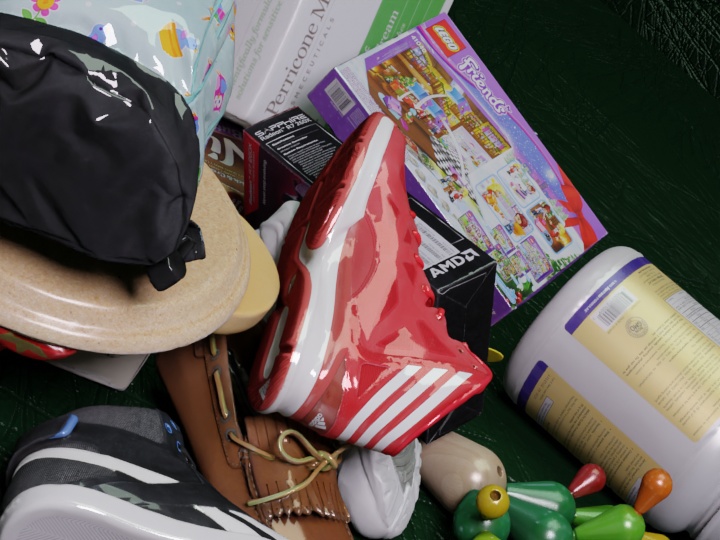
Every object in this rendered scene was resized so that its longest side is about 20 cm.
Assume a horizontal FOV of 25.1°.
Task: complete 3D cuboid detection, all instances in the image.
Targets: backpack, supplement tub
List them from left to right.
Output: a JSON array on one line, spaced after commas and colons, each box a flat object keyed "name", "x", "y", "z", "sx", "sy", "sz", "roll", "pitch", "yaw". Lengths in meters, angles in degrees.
[{"name": "backpack", "x": -0.125, "y": -0.100, "z": 0.766, "sx": 0.166, "sy": 0.127, "sz": 0.200, "roll": 22, "pitch": 32, "yaw": -4}, {"name": "supplement tub", "x": 0.218, "y": 0.095, "z": 1.164, "sx": 0.200, "sy": 0.146, "sz": 0.145, "roll": 42, "pitch": 22, "yaw": 17}]

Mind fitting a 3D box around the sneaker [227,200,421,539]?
[{"name": "sneaker", "x": -0.033, "y": 0.068, "z": 0.941, "sx": 0.078, "sy": 0.099, "sz": 0.201, "roll": 11, "pitch": 55, "yaw": -68}]

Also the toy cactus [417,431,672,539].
[{"name": "toy cactus", "x": 0.096, "y": 0.142, "z": 0.975, "sx": 0.165, "sy": 0.103, "sz": 0.200, "roll": 34, "pitch": 27, "yaw": 26}]

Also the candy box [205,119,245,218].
[{"name": "candy box", "x": -0.149, "y": -0.084, "z": 1.111, "sx": 0.199, "sy": 0.057, "sz": 0.117, "roll": 25, "pitch": 22, "yaw": -22}]

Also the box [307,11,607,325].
[{"name": "box", "x": 0.070, "y": -0.071, "z": 1.115, "sx": 0.137, "sy": 0.039, "sz": 0.200, "roll": -33, "pitch": 86, "yaw": -46}]

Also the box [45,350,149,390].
[{"name": "box", "x": -0.160, "y": -0.022, "z": 0.943, "sx": 0.082, "sy": 0.069, "sz": 0.200, "roll": 26, "pitch": 22, "yaw": -23}]

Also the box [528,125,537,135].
[{"name": "box", "x": 0.020, "y": -0.119, "z": 1.322, "sx": 0.104, "sy": 0.148, "sz": 0.200, "roll": 9, "pitch": 34, "yaw": -51}]

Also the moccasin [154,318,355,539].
[{"name": "moccasin", "x": -0.041, "y": 0.096, "z": 0.850, "sx": 0.073, "sy": 0.078, "sz": 0.202, "roll": 19, "pitch": 33, "yaw": -41}]

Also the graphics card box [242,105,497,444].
[{"name": "graphics card box", "x": 0.000, "y": 0.000, "z": 1.004, "sx": 0.051, "sy": 0.126, "sz": 0.200, "roll": -25, "pitch": 47, "yaw": -30}]

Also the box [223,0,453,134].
[{"name": "box", "x": -0.063, "y": -0.206, "z": 1.215, "sx": 0.199, "sy": 0.200, "sz": 0.171, "roll": 27, "pitch": 3, "yaw": 38}]

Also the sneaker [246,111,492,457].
[{"name": "sneaker", "x": 0.016, "y": 0.015, "z": 0.870, "sx": 0.115, "sy": 0.078, "sz": 0.201, "roll": 29, "pitch": 55, "yaw": -15}]

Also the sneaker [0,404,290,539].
[{"name": "sneaker", "x": -0.071, "y": 0.120, "z": 0.765, "sx": 0.199, "sy": 0.073, "sz": 0.112, "roll": 26, "pitch": 24, "yaw": -19}]

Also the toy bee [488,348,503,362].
[{"name": "toy bee", "x": 0.045, "y": 0.029, "z": 1.135, "sx": 0.131, "sy": 0.109, "sz": 0.201, "roll": 37, "pitch": 45, "yaw": -12}]

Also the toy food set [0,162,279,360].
[{"name": "toy food set", "x": -0.147, "y": -0.027, "z": 0.812, "sx": 0.198, "sy": 0.049, "sz": 0.200, "roll": 41, "pitch": 37, "yaw": 16}]

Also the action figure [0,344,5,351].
[{"name": "action figure", "x": -0.203, "y": -0.001, "z": 0.842, "sx": 0.052, "sy": 0.065, "sz": 0.200, "roll": 49, "pitch": 10, "yaw": -32}]
